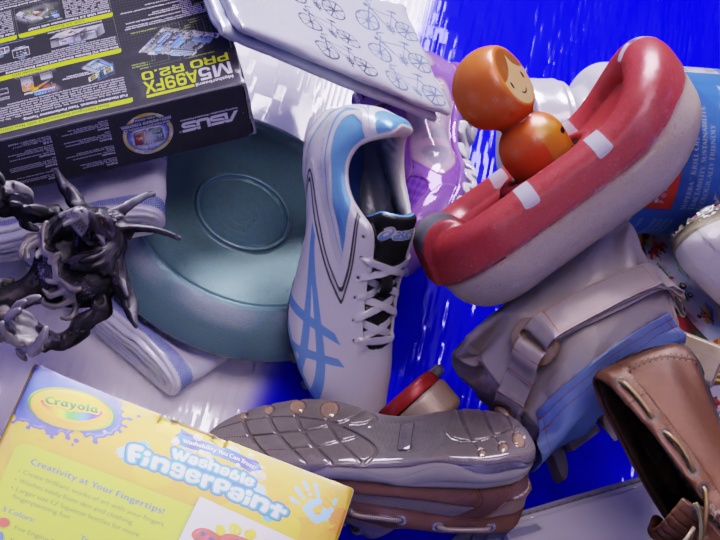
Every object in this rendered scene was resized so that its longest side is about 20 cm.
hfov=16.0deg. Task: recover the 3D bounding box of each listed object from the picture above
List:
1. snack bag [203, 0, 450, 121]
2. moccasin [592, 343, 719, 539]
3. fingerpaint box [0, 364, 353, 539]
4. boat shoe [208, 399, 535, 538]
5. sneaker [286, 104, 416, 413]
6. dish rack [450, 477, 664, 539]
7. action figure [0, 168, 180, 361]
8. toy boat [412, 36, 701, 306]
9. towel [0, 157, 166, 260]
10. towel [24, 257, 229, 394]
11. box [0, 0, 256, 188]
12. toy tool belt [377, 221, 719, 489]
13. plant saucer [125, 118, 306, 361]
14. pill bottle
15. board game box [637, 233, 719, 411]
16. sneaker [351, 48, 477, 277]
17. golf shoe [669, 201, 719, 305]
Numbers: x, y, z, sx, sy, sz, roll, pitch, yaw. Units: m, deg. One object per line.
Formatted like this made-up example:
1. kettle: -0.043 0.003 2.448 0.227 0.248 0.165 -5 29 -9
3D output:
1. snack bag: -0.041 -0.190 1.653 0.188 0.021 0.201 19 35 -38
2. moccasin: 0.195 0.143 1.493 0.077 0.074 0.203 -19 84 -23
3. fingerpaint box: -0.123 0.167 1.431 0.199 0.074 0.168 21 47 -3
4. boat shoe: 0.004 0.125 1.512 0.198 0.072 0.076 4 30 12
5. sneaker: 0.000 0.000 1.559 0.072 0.202 0.072 -5 7 -42
6. dish rack: 0.166 0.197 1.533 0.199 0.044 0.172 -12 55 -30
7. action figure: -0.204 0.006 1.476 0.199 0.102 0.119 -31 70 -2
8. toy boat: 0.105 -0.079 1.551 0.199 0.131 0.131 -36 99 -2
9. towel: -0.195 -0.086 1.609 0.146 0.024 0.201 -9 46 4
10. towel: -0.105 -0.015 1.631 0.147 0.024 0.200 41 49 15
11. box: -0.177 -0.127 1.589 0.198 0.044 0.161 -14 45 -4
12. toy tool belt: 0.121 0.072 1.567 0.200 0.125 0.123 -39 86 -14
13. plant saucer: -0.077 -0.031 1.624 0.199 0.027 0.201 13 47 -14
14. pill bottle: 0.195 -0.079 1.688 0.198 0.113 0.113 1 50 -18
15. board game box: 0.182 0.009 1.707 0.125 0.035 0.201 -7 54 -25
16. sneaker: 0.028 -0.081 1.687 0.088 0.080 0.201 33 38 -19
17. golf shoe: 0.281 0.016 1.668 0.199 0.073 0.093 23 36 -39
